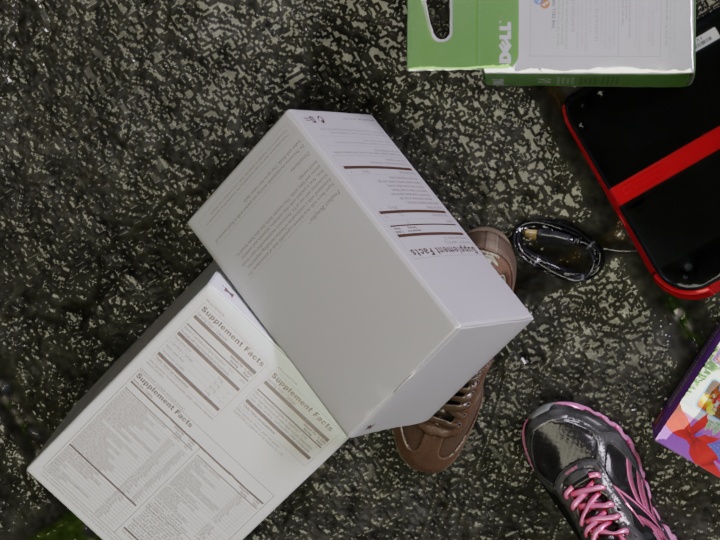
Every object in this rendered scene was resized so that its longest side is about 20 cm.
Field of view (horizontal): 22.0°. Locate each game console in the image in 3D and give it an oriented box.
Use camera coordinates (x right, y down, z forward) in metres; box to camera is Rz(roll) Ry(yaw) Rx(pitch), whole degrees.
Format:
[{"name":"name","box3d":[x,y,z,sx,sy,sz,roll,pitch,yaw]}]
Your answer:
[{"name":"game console","box3d":[0.268,-0.093,1.319,0.200,0.031,0.177,-30,78,12]}]

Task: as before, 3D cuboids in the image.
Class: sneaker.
[{"name":"sneaker","box3d":[0.064,0.066,1.381,0.070,0.076,0.200,14,106,2]},{"name":"sneaker","box3d":[0.189,0.189,1.391,0.079,0.095,0.200,-33,98,15]}]

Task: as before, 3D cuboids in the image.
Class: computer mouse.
[{"name":"computer mouse","box3d":[0.211,-0.018,1.356,0.200,0.034,0.059,1,84,8]}]

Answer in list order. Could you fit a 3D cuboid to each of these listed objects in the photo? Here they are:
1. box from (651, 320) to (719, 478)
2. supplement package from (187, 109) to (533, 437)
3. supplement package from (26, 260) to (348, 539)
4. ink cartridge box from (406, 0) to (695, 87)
[{"name":"box","box3d":[0.338,0.115,1.382,0.200,0.039,0.137,30,106,-2]},{"name":"supplement package","box3d":[0.000,0.000,1.305,0.121,0.120,0.200,-45,70,23]},{"name":"supplement package","box3d":[-0.111,0.106,1.372,0.151,0.152,0.200,43,105,-6]},{"name":"ink cartridge box","box3d":[0.134,-0.184,1.300,0.200,0.059,0.104,1,87,6]}]
